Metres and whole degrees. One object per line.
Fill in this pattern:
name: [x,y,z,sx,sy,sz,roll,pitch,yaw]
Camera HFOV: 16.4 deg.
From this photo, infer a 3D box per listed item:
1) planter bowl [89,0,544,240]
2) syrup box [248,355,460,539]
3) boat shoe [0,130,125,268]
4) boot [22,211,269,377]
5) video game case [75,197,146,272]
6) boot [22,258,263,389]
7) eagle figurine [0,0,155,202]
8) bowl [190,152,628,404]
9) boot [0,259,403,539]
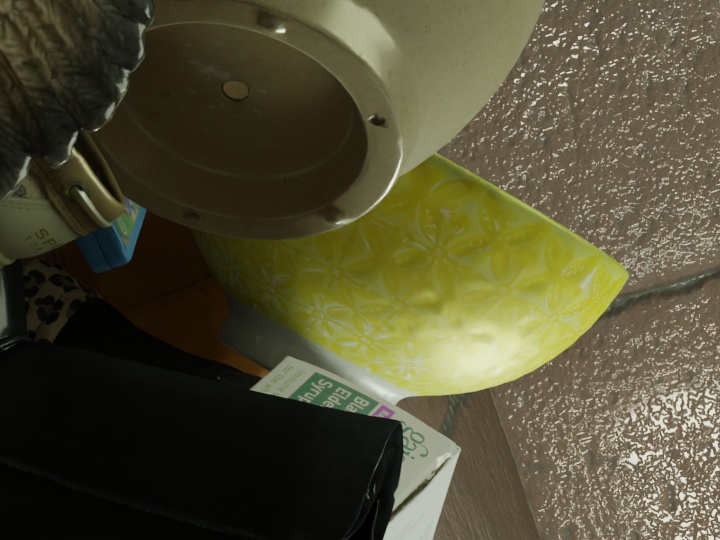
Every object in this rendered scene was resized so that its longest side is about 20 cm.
planter bowl: [-0.033,-0.096,0.860,0.200,0.200,0.135,63,31,-45]
syrup box: [-0.034,0.140,0.954,0.079,0.081,0.200,-42,152,-51]
boat shoe: [-0.136,-0.098,0.794,0.073,0.063,0.200,-69,139,-76]
boot: [-0.083,0.063,1.139,0.071,0.144,0.201,22,51,-78]
video game case: [-0.110,-0.104,0.975,0.200,0.018,0.143,-81,150,-63]
boot: [-0.094,0.095,1.067,0.073,0.151,0.200,-46,160,-40]
eagle figurine: [-0.130,-0.117,0.660,0.200,0.152,0.151,-96,-176,-62]
bowl: [0.000,0.000,1.050,0.200,0.108,0.200,28,-1,0]
boot: [-0.079,0.036,0.853,0.066,0.200,0.165,1,105,-68]
